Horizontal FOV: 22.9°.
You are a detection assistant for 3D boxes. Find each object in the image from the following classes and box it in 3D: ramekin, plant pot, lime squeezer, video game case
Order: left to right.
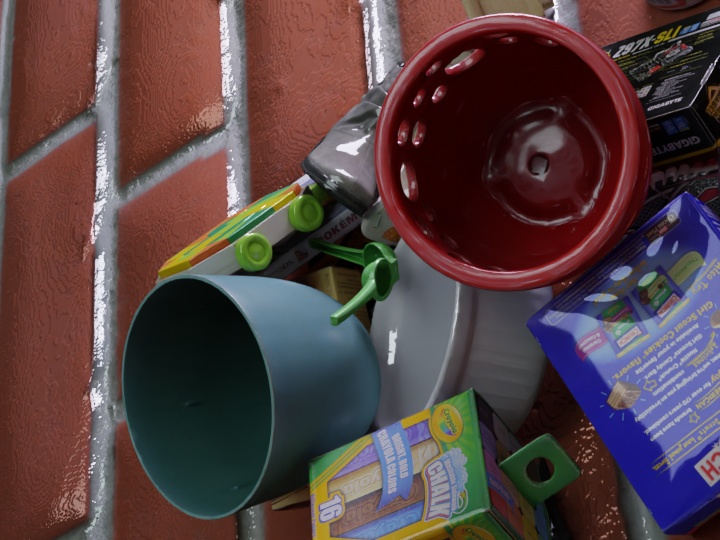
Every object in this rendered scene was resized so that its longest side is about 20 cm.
[{"bbox_3d":[-0.080,0.097,1.508,0.200,0.160,0.202,7,100,45],"label":"plant pot"},{"bbox_3d":[-0.061,-0.047,1.715,0.182,0.023,0.200,-36,18,-12],"label":"video game case"},{"bbox_3d":[0.000,0.000,1.518,0.200,0.070,0.038,-107,27,-69],"label":"lime squeezer"},{"bbox_3d":[0.085,0.056,1.510,0.200,0.097,0.202,-168,90,-71],"label":"ramekin"},{"bbox_3d":[0.129,-0.084,1.354,0.199,0.182,0.202,0,89,19],"label":"plant pot"}]

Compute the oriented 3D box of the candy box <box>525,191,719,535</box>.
[{"bbox_3d":[0.251,0.073,1.357,0.169,0.077,0.201,-40,65,19],"label":"candy box"}]

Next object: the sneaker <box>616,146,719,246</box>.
[{"bbox_3d":[0.282,-0.048,1.433,0.199,0.080,0.075,-29,45,30],"label":"sneaker"}]

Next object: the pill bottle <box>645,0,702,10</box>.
[{"bbox_3d":[0.238,-0.321,1.548,0.112,0.200,0.113,-23,53,33],"label":"pill bottle"}]

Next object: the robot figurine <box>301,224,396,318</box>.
[{"bbox_3d":[-0.017,0.029,1.705,0.201,0.058,0.145,-57,42,4],"label":"robot figurine"}]

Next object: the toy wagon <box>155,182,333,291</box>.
[{"bbox_3d":[-0.096,-0.035,1.607,0.200,0.040,0.155,-39,12,-34],"label":"toy wagon"}]

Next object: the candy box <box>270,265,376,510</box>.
[{"bbox_3d":[-0.041,0.109,1.625,0.116,0.056,0.202,-18,76,28],"label":"candy box"}]

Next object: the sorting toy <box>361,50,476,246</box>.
[{"bbox_3d":[0.105,-0.125,1.561,0.201,0.106,0.180,-64,4,-34],"label":"sorting toy"}]

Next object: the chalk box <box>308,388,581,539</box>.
[{"bbox_3d":[0.075,0.190,1.387,0.199,0.125,0.124,-25,41,20],"label":"chalk box"}]

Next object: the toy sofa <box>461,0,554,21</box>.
[{"bbox_3d":[0.116,-0.258,1.627,0.097,0.083,0.200,-20,7,13],"label":"toy sofa"}]

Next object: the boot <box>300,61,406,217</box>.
[{"bbox_3d":[0.011,-0.130,1.602,0.131,0.068,0.200,-49,12,12],"label":"boot"}]

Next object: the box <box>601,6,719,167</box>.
[{"bbox_3d":[0.239,-0.145,1.500,0.199,0.049,0.160,-15,29,45],"label":"box"}]

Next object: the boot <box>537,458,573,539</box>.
[{"bbox_3d":[0.092,0.251,1.467,0.199,0.078,0.139,-26,45,15],"label":"boot"}]
